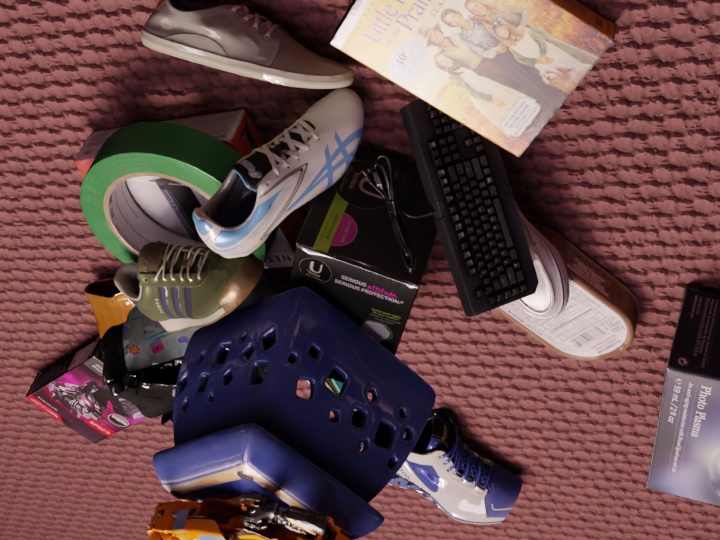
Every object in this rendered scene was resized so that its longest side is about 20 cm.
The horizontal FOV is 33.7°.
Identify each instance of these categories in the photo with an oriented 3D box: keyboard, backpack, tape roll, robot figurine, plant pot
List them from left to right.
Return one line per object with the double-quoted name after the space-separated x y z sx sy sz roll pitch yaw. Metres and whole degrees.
-0.183 -0.060 1.208 0.198 0.048 0.201 11 140 10 "tape roll"
-0.177 0.082 1.339 0.198 0.128 0.167 -20 161 6 "backpack"
-0.090 0.257 1.087 0.198 0.059 0.145 -2 141 30 "robot figurine"
-0.072 0.159 1.156 0.200 0.181 0.199 39 141 -26 "plant pot"
0.079 -0.057 1.074 0.126 0.021 0.202 -19 93 -8 "keyboard"

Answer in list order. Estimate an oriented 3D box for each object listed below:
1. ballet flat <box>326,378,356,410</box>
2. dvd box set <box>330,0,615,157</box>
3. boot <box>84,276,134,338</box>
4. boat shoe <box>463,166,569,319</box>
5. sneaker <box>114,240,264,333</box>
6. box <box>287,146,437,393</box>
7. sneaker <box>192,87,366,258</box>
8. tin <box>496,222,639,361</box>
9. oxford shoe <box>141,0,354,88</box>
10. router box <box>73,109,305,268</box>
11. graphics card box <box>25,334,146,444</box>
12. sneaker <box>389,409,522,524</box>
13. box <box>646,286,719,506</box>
-0.051 0.097 1.404 0.070 0.071 0.201 -2 136 24 "ballet flat"
0.093 -0.200 1.007 0.199 0.030 0.147 30 130 -11 "dvd box set"
-0.231 0.069 1.443 0.199 0.071 0.145 0 131 16 "boot"
0.132 -0.027 1.137 0.073 0.065 0.201 -29 105 30 "boat shoe"
-0.181 0.008 1.180 0.090 0.067 0.200 37 150 -21 "sneaker"
0.000 0.000 1.197 0.123 0.149 0.201 19 143 2 "box"
-0.072 -0.095 1.099 0.072 0.200 0.073 41 176 31 "sneaker"
0.201 0.025 1.232 0.199 0.042 0.112 35 134 -17 "tin"
-0.100 -0.207 1.074 0.198 0.075 0.058 16 105 2 "oxford shoe"
-0.174 -0.077 1.263 0.198 0.049 0.180 -5 135 27 "router box"
-0.353 0.162 1.614 0.125 0.051 0.199 40 136 -23 "graphics card box"
0.110 0.240 1.484 0.198 0.081 0.116 21 143 1 "sneaker"
0.404 0.142 1.194 0.197 0.124 0.201 11 138 17 "box"
